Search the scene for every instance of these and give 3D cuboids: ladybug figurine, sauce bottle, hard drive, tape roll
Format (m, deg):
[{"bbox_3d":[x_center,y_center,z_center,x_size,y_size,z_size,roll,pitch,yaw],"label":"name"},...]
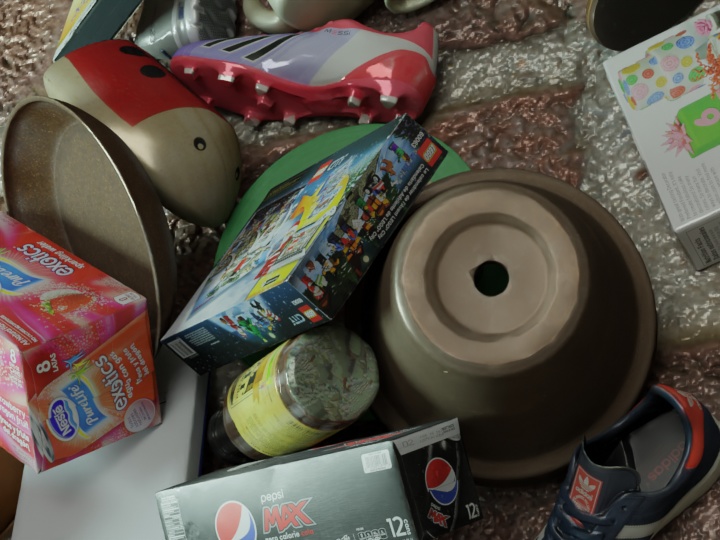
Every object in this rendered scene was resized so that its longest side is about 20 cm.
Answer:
[{"bbox_3d":[-0.147,-0.104,1.628,0.072,0.136,0.200,-51,48,3],"label":"ladybug figurine"},{"bbox_3d":[-0.050,0.085,1.462,0.064,0.200,0.065,7,72,-21],"label":"sauce bottle"},{"bbox_3d":[-0.165,0.135,1.540,0.131,0.025,0.201,-18,40,18],"label":"hard drive"},{"bbox_3d":[0.000,0.000,1.562,0.199,0.048,0.202,-11,59,19],"label":"tape roll"}]

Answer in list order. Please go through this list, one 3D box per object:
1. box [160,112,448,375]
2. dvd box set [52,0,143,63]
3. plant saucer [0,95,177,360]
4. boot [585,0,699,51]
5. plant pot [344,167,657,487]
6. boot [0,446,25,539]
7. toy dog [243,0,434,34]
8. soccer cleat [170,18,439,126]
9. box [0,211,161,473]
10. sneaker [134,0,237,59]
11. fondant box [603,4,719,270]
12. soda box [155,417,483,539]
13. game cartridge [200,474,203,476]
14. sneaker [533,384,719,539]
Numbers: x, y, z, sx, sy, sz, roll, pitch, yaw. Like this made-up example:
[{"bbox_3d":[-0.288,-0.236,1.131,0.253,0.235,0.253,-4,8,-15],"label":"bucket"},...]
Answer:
[{"bbox_3d":[-0.038,-0.013,1.446,0.137,0.038,0.200,-54,14,-25],"label":"box"},{"bbox_3d":[-0.166,-0.259,1.726,0.146,0.029,0.201,-39,31,56],"label":"dvd box set"},{"bbox_3d":[-0.176,-0.025,1.563,0.037,0.201,0.200,-22,48,-30],"label":"plant saucer"},{"bbox_3d":[0.204,-0.233,1.594,0.075,0.074,0.201,15,65,50],"label":"boot"},{"bbox_3d":[0.082,0.019,1.401,0.199,0.175,0.202,-1,77,5],"label":"plant pot"},{"bbox_3d":[-0.291,0.146,1.550,0.076,0.155,0.201,-1,63,24],"label":"boot"},{"bbox_3d":[-0.015,-0.280,1.686,0.194,0.139,0.201,-43,46,44],"label":"toy dog"},{"bbox_3d":[-0.038,-0.146,1.651,0.199,0.067,0.077,7,61,25],"label":"soccer cleat"},{"bbox_3d":[-0.228,0.044,1.557,0.099,0.096,0.200,-22,31,-30],"label":"box"},{"bbox_3d":[-0.135,-0.245,1.741,0.082,0.075,0.201,-10,56,27],"label":"sneaker"},{"bbox_3d":[0.273,-0.109,1.491,0.199,0.058,0.145,-25,56,10],"label":"fondant box"},{"bbox_3d":[-0.027,0.140,1.397,0.199,0.071,0.064,-15,90,39],"label":"soda box"},{"bbox_3d":[-0.083,0.216,1.491,0.200,0.041,0.133,34,84,34],"label":"game cartridge"},{"bbox_3d":[0.137,0.150,1.396,0.075,0.085,0.200,32,80,34],"label":"sneaker"}]
